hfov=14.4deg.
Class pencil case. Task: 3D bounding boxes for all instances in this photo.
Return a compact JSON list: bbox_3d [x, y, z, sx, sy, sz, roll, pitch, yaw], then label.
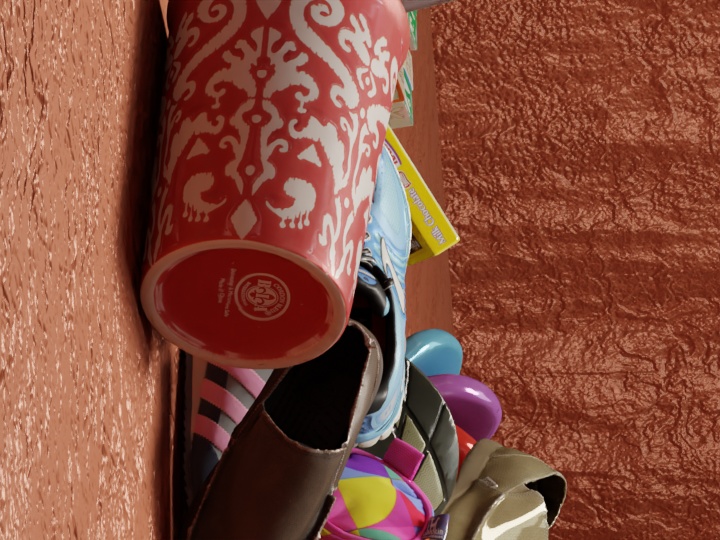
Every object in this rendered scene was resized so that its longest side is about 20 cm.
[{"bbox_3d":[-0.018,0.191,1.609,0.088,0.088,0.200,-85,-166,-53],"label":"pencil case"}]

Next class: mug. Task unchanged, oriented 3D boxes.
[{"bbox_3d":[-0.039,-0.046,1.512,0.178,0.133,0.200,54,32,-42],"label":"mug"}]

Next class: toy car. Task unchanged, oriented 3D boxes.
[{"bbox_3d":[0.029,0.120,2.098,0.175,0.150,0.200,80,9,-51],"label":"toy car"}]

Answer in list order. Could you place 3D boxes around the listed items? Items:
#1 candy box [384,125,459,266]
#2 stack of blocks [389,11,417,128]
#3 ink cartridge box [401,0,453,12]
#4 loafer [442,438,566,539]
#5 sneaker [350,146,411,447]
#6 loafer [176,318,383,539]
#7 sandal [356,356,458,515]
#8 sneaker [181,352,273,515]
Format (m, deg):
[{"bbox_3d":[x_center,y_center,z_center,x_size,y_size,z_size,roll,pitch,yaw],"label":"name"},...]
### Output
[{"bbox_3d":[-0.004,-0.044,1.836,0.102,0.026,0.200,60,-20,-3],"label":"candy box"},{"bbox_3d":[-0.001,-0.190,1.914,0.115,0.059,0.200,67,17,-55],"label":"stack of blocks"},{"bbox_3d":[0.014,-0.270,1.676,0.145,0.084,0.200,55,33,-40],"label":"ink cartridge box"},{"bbox_3d":[0.084,0.168,1.795,0.200,0.067,0.076,-63,151,-57],"label":"loafer"},{"bbox_3d":[0.000,0.000,1.668,0.090,0.078,0.200,122,-37,-77],"label":"sneaker"},{"bbox_3d":[-0.046,0.105,1.501,0.071,0.073,0.200,104,6,-70],"label":"loafer"},{"bbox_3d":[-0.012,0.069,1.733,0.201,0.080,0.057,53,-21,-1],"label":"sandal"},{"bbox_3d":[-0.055,0.089,1.577,0.070,0.082,0.200,77,13,-68],"label":"sneaker"}]
